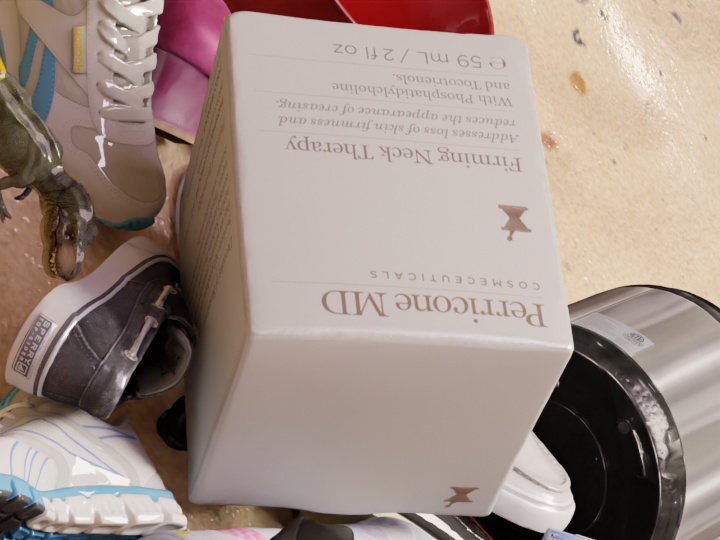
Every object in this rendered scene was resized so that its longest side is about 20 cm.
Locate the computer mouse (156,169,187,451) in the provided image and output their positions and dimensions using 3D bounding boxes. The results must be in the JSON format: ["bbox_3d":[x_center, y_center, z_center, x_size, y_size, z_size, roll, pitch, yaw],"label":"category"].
[{"bbox_3d":[-0.068,0.019,1.329,0.109,0.044,0.201,24,50,-40],"label":"computer mouse"}]

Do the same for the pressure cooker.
[{"bbox_3d":[0.163,0.100,1.449,0.199,0.178,0.177,-19,79,-53],"label":"pressure cooker"}]

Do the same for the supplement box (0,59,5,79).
[{"bbox_3d":[-0.276,-0.154,1.128,0.109,0.108,0.201,-18,81,-54],"label":"supplement box"}]

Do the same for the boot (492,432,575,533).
[{"bbox_3d":[0.059,0.056,1.350,0.200,0.096,0.073,39,22,19],"label":"boot"}]

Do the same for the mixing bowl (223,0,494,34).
[{"bbox_3d":[-0.021,-0.175,1.453,0.200,0.108,0.201,36,38,-34],"label":"mixing bowl"}]

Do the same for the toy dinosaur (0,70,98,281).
[{"bbox_3d":[-0.199,-0.079,1.192,0.047,0.088,0.201,-30,91,-55],"label":"toy dinosaur"}]

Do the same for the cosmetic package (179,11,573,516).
[{"bbox_3d":[0.000,0.000,1.221,0.166,0.167,0.201,3,54,-14],"label":"cosmetic package"}]

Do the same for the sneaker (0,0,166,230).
[{"bbox_3d":[-0.147,-0.120,1.292,0.076,0.080,0.201,-4,72,-54],"label":"sneaker"}]

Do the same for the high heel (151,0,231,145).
[{"bbox_3d":[-0.044,-0.100,1.397,0.199,0.067,0.097,23,85,-29],"label":"high heel"}]

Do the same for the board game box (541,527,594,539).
[{"bbox_3d":[0.094,0.243,1.252,0.061,0.201,0.201,16,45,0],"label":"board game box"}]

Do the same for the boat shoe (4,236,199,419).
[{"bbox_3d":[-0.115,0.034,1.188,0.067,0.072,0.200,29,10,5],"label":"boat shoe"}]

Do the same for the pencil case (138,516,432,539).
[{"bbox_3d":[-0.041,0.172,1.215,0.199,0.090,0.084,5,68,-52],"label":"pencil case"}]

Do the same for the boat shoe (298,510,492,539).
[{"bbox_3d":[0.050,0.163,1.354,0.201,0.073,0.063,39,44,-23],"label":"boat shoe"}]

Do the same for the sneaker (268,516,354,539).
[{"bbox_3d":[0.010,0.208,1.110,0.200,0.077,0.111,51,51,1],"label":"sneaker"}]

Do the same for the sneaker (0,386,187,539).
[{"bbox_3d":[-0.170,0.095,1.140,0.199,0.075,0.087,15,49,-56],"label":"sneaker"}]
